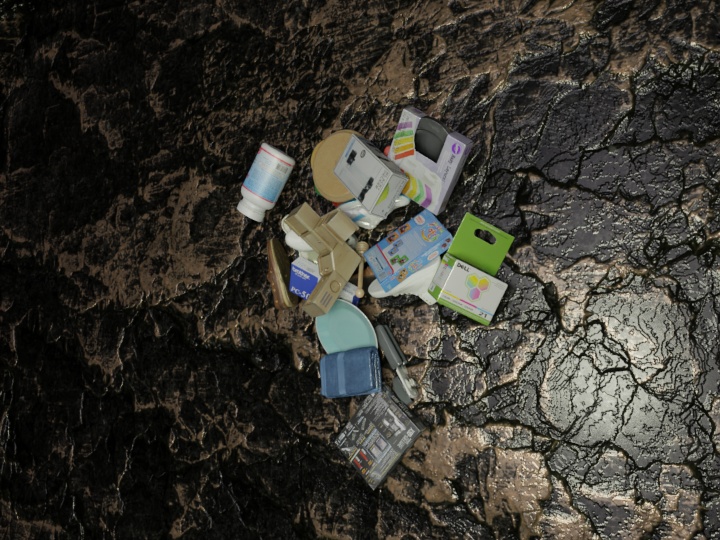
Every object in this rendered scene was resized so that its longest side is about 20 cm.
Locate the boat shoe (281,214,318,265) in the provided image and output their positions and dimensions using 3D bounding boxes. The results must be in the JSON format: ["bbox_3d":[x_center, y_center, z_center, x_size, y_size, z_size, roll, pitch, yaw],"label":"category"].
[{"bbox_3d":[-0.147,-0.061,1.565,0.071,0.068,0.203,-30,83,-4],"label":"boat shoe"}]

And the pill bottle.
[{"bbox_3d":[-0.273,-0.249,1.622,0.108,0.108,0.203,33,99,27],"label":"pill bottle"}]

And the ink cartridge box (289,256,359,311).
[{"bbox_3d":[-0.096,0.050,1.493,0.197,0.044,0.096,27,130,21],"label":"ink cartridge box"}]

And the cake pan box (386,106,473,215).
[{"bbox_3d":[0.155,-0.266,1.367,0.182,0.052,0.203,34,127,17],"label":"cake pan box"}]

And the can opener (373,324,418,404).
[{"bbox_3d":[0.084,0.231,1.408,0.066,0.052,0.204,-33,70,23],"label":"can opener"}]

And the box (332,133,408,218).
[{"bbox_3d":[0.021,-0.233,1.394,0.118,0.059,0.201,-57,47,22],"label":"box"}]

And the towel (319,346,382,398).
[{"bbox_3d":[-0.027,0.258,1.436,0.197,0.048,0.115,-18,70,44],"label":"towel"}]

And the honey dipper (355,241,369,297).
[{"bbox_3d":[0.000,0.000,1.418,0.037,0.038,0.202,-28,31,23],"label":"honey dipper"}]

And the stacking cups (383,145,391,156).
[{"bbox_3d":[0.149,-0.288,1.424,0.195,0.060,0.062,5,87,29],"label":"stacking cups"}]

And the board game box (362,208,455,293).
[{"bbox_3d":[0.111,-0.052,1.359,0.198,0.037,0.152,-36,33,4],"label":"board game box"}]

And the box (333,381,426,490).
[{"bbox_3d":[0.046,0.407,1.410,0.157,0.049,0.202,41,105,25],"label":"box"}]

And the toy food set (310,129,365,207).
[{"bbox_3d":[-0.049,-0.277,1.537,0.196,0.048,0.204,-19,76,25],"label":"toy food set"}]

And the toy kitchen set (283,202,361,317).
[{"bbox_3d":[-0.100,-0.033,1.333,0.162,0.200,0.182,-18,34,56],"label":"toy kitchen set"}]

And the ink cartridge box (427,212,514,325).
[{"bbox_3d":[0.261,-0.004,1.281,0.145,0.076,0.204,23,99,-16],"label":"ink cartridge box"}]

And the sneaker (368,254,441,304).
[{"bbox_3d":[0.124,0.047,1.367,0.196,0.117,0.075,-22,33,22],"label":"sneaker"}]

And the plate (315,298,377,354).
[{"bbox_3d":[-0.032,0.162,1.459,0.196,0.025,0.206,18,121,31],"label":"plate"}]

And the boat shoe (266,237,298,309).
[{"bbox_3d":[-0.234,0.011,1.594,0.066,0.072,0.206,-21,78,22],"label":"boat shoe"}]

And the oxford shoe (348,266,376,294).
[{"bbox_3d":[0.045,0.008,1.458,0.196,0.071,0.073,-16,47,29],"label":"oxford shoe"}]

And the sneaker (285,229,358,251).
[{"bbox_3d":[-0.105,-0.088,1.494,0.194,0.080,0.073,2,85,5],"label":"sneaker"}]

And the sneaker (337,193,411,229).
[{"bbox_3d":[0.041,-0.156,1.469,0.195,0.076,0.083,-11,103,22],"label":"sneaker"}]
